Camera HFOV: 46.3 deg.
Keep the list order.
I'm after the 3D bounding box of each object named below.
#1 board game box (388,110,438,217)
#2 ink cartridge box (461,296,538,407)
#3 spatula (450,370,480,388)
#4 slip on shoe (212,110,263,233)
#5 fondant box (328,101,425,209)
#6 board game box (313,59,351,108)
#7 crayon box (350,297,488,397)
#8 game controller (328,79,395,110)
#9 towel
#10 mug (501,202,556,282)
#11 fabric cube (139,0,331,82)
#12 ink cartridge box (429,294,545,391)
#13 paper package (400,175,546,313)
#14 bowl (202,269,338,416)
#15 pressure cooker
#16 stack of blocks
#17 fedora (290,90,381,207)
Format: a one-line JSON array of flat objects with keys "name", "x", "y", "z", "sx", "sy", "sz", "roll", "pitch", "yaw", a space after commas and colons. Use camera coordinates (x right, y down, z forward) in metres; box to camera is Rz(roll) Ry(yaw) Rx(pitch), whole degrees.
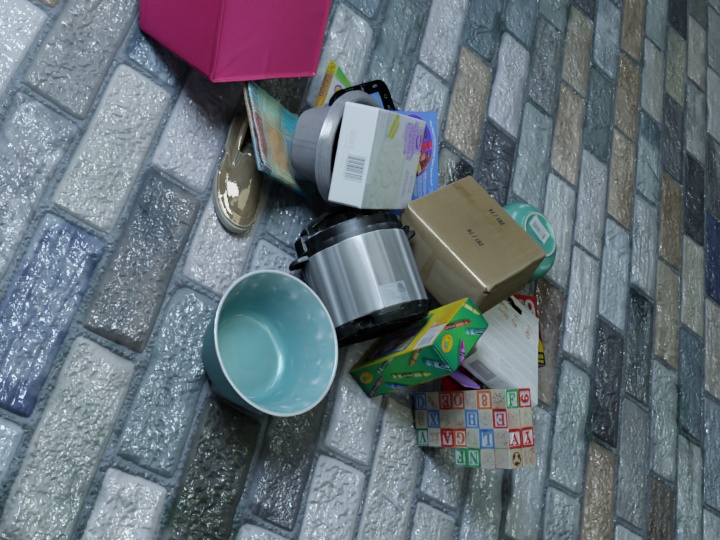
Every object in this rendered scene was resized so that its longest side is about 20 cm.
[{"name": "board game box", "x": 0.075, "y": -0.171, "z": 1.449, "sx": 0.134, "sy": 0.045, "sz": 0.202, "roll": -9, "pitch": 101, "yaw": -44}, {"name": "ink cartridge box", "x": 0.237, "y": 0.118, "z": 1.426, "sx": 0.161, "sy": 0.050, "sz": 0.201, "roll": 41, "pitch": 36, "yaw": -23}, {"name": "spatula", "x": 0.129, "y": 0.127, "z": 1.378, "sx": 0.056, "sy": 0.021, "sz": 0.200, "roll": 17, "pitch": 29, "yaw": -43}, {"name": "slip on shoe", "x": -0.173, "y": -0.156, "z": 1.274, "sx": 0.076, "sy": 0.060, "sz": 0.202, "roll": 24, "pitch": 59, "yaw": -31}, {"name": "fondant box", "x": 0.029, "y": -0.170, "z": 1.284, "sx": 0.200, "sy": 0.058, "sz": 0.146, "roll": -10, "pitch": 112, "yaw": -66}, {"name": "board game box", "x": -0.045, "y": -0.255, "z": 1.421, "sx": 0.096, "sy": 0.030, "sz": 0.202, "roll": 52, "pitch": 41, "yaw": -46}, {"name": "crayon box", "x": 0.088, "y": 0.120, "z": 1.293, "sx": 0.058, "sy": 0.199, "sz": 0.119, "roll": 53, "pitch": 49, "yaw": -10}, {"name": "game controller", "x": 0.010, "y": -0.268, "z": 1.450, "sx": 0.200, "sy": 0.042, "sz": 0.105, "roll": -34, "pitch": 117, "yaw": -57}, {"name": "towel", "x": -0.122, "y": -0.197, "z": 1.289, "sx": 0.200, "sy": 0.021, "sz": 0.148, "roll": 23, "pitch": 53, "yaw": -72}, {"name": "mug", "x": 0.286, "y": -0.052, "z": 1.584, "sx": 0.184, "sy": 0.114, "sz": 0.154, "roll": 6, "pitch": 70, "yaw": -39}, {"name": "fabric cube", "x": -0.179, "y": -0.404, "z": 1.220, "sx": 0.199, "sy": 0.198, "sz": 0.199, "roll": -14, "pitch": 41, "yaw": -41}, {"name": "ink cartridge box", "x": 0.229, "y": 0.132, "z": 1.488, "sx": 0.199, "sy": 0.084, "sz": 0.178, "roll": 6, "pitch": 70, "yaw": -39}, {"name": "paper package", "x": 0.175, "y": -0.035, "z": 1.386, "sx": 0.190, "sy": 0.104, "sz": 0.200, "roll": -25, "pitch": 64, "yaw": -41}, {"name": "bowl", "x": -0.140, "y": 0.109, "z": 1.171, "sx": 0.199, "sy": 0.105, "sz": 0.203, "roll": 15, "pitch": 65, "yaw": -35}, {"name": "pressure cooker", "x": 0.002, "y": -0.001, "z": 1.276, "sx": 0.176, "sy": 0.177, "sz": 0.202, "roll": 2, "pitch": 67, "yaw": -64}, {"name": "stack of blocks", "x": 0.174, "y": 0.245, "z": 1.315, "sx": 0.058, "sy": 0.199, "sz": 0.117, "roll": 4, "pitch": 81, "yaw": -39}, {"name": "fedora", "x": -0.043, "y": -0.191, "z": 1.295, "sx": 0.200, "sy": 0.090, "sz": 0.179, "roll": -27, "pitch": 127, "yaw": -60}]
